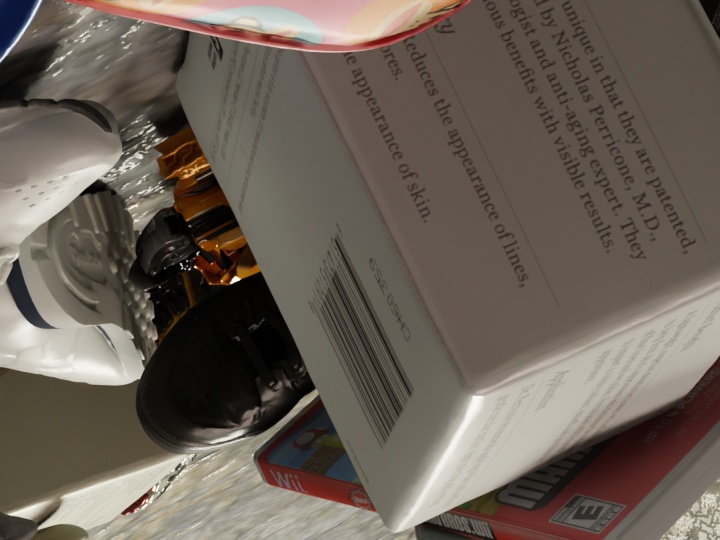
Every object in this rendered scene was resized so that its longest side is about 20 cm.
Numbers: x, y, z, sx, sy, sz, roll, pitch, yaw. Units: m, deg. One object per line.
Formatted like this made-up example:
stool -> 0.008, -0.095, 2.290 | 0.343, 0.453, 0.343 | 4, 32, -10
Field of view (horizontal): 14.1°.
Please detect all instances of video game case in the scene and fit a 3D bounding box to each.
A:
video game case -> 0.070, 0.053, 1.146 | 0.199, 0.018, 0.143 | 9, -138, 47

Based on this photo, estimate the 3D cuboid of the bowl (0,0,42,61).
bowl -> -0.185, -0.062, 0.821 | 0.200, 0.040, 0.201 | -26, 167, -6

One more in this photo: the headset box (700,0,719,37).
headset box -> 0.095, -0.033, 1.325 | 0.200, 0.075, 0.149 | -34, -167, 26

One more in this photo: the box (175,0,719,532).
box -> 0.037, -0.041, 1.010 | 0.130, 0.201, 0.199 | -23, 166, -14

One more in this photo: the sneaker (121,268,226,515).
sneaker -> -0.081, 0.056, 1.425 | 0.082, 0.078, 0.200 | -19, 165, -41

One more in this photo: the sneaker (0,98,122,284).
sneaker -> -0.162, 0.008, 1.039 | 0.200, 0.087, 0.074 | -33, 165, 17

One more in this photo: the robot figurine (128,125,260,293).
robot figurine -> -0.028, -0.035, 1.216 | 0.145, 0.058, 0.200 | -30, 168, 5

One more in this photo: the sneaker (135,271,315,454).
sneaker -> 0.001, 0.003, 1.160 | 0.199, 0.060, 0.104 | -29, 172, -16

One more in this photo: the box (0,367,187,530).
box -> -0.187, 0.093, 1.339 | 0.199, 0.078, 0.095 | -17, 163, -42

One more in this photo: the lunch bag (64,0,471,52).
lunch bag -> -0.019, -0.136, 0.727 | 0.175, 0.082, 0.200 | 6, 149, -32

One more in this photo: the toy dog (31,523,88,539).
toy dog -> -0.146, 0.202, 1.256 | 0.194, 0.140, 0.200 | -45, -159, -25

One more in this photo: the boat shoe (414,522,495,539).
boat shoe -> 0.052, 0.084, 1.198 | 0.073, 0.067, 0.200 | -14, -152, 16

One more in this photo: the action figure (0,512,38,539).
action figure -> -0.204, 0.121, 1.179 | 0.104, 0.193, 0.201 | -30, 141, -34

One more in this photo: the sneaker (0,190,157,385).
sneaker -> -0.134, 0.010, 1.177 | 0.080, 0.077, 0.200 | -18, 165, 9
